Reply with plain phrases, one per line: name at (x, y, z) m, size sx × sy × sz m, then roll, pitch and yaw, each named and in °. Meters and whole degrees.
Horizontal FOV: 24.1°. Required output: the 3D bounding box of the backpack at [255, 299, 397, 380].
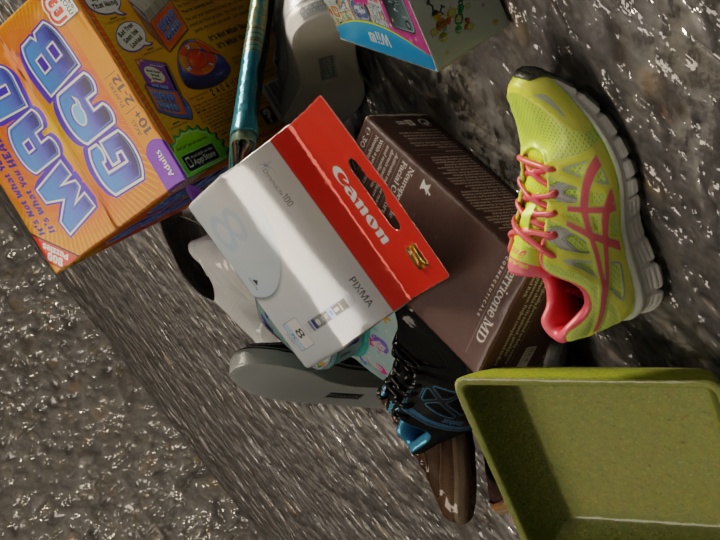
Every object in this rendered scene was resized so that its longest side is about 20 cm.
backpack at (0.000, 0.000, 1.443) m, size 0.200 × 0.150 × 0.178 m, roll 33°, pitch 139°, yaw 39°

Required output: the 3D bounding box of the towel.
towel at (-0.083, -0.170, 1.357) m, size 0.147 × 0.022 × 0.200 m, roll 108°, pitch 170°, yaw -71°

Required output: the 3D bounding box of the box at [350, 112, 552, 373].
box at (0.067, -0.022, 1.253) m, size 0.200 × 0.075 × 0.100 m, roll 44°, pitch 124°, yaw 33°

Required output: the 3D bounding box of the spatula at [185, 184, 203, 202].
spatula at (-0.059, -0.032, 1.354) m, size 0.200 × 0.021 × 0.057 m, roll 14°, pitch 150°, yaw 27°

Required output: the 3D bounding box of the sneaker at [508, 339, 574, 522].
sneaker at (0.166, 0.118, 1.339) m, size 0.079 × 0.095 × 0.200 m, roll -76°, pitch -12°, yaw -55°

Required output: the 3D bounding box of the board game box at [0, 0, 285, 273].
board game box at (-0.202, -0.153, 1.495) m, size 0.200 × 0.200 × 0.200 m, roll -31°, pitch 91°, yaw 40°

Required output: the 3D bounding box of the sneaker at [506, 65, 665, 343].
sneaker at (0.129, -0.035, 1.080) m, size 0.078 × 0.090 × 0.200 m, roll 32°, pitch 150°, yaw 60°

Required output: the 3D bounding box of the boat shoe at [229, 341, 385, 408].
boat shoe at (-0.034, 0.083, 1.541) m, size 0.071 × 0.200 × 0.064 m, roll -32°, pitch 56°, yaw 45°

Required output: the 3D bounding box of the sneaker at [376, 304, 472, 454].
sneaker at (0.054, 0.085, 1.348) m, size 0.073 × 0.082 × 0.200 m, roll 52°, pitch 171°, yaw 37°

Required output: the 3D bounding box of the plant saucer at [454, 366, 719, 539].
plant saucer at (0.190, 0.136, 1.194) m, size 0.200 × 0.048 × 0.200 m, roll -2°, pitch 128°, yaw 32°

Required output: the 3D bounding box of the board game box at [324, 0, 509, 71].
board game box at (0.003, -0.240, 1.099) m, size 0.148 × 0.064 × 0.200 m, roll 30°, pitch 151°, yaw 59°

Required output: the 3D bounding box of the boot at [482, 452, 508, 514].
boot at (0.130, 0.127, 1.503) m, size 0.200 × 0.072 × 0.167 m, roll 115°, pitch 133°, yaw -77°

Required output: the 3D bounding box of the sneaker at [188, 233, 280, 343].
sneaker at (-0.091, 0.038, 1.582) m, size 0.088 × 0.075 × 0.200 m, roll 0°, pitch 131°, yaw 41°

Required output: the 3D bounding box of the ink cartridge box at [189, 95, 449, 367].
ink cartridge box at (-0.035, -0.023, 1.248) m, size 0.160 × 0.047 × 0.200 m, roll 55°, pitch 152°, yaw -1°

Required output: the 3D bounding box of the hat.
hat at (-0.140, -0.070, 1.819) m, size 0.081 × 0.201 × 0.201 m, roll -24°, pitch 102°, yaw 34°

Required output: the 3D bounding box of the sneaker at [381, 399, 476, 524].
sneaker at (0.059, 0.133, 1.507) m, size 0.070 × 0.075 × 0.200 m, roll 64°, pitch -161°, yaw -63°

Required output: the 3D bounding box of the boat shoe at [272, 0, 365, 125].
boat shoe at (-0.041, -0.179, 1.365) m, size 0.200 × 0.072 × 0.069 m, roll 77°, pitch 176°, yaw -68°
